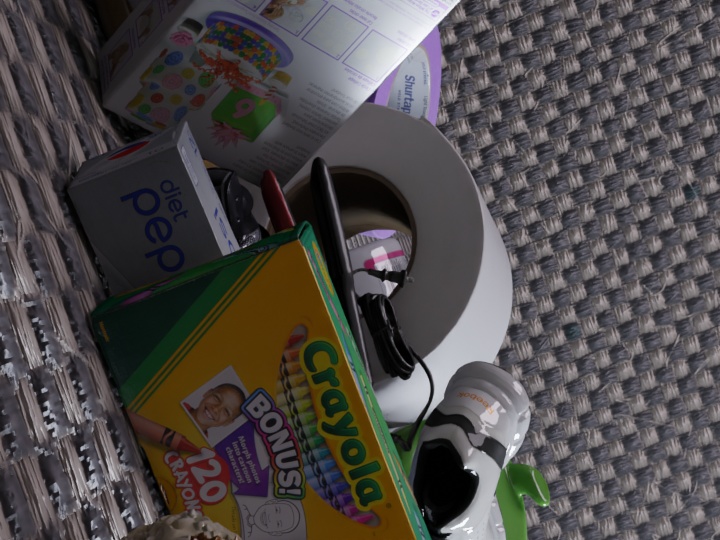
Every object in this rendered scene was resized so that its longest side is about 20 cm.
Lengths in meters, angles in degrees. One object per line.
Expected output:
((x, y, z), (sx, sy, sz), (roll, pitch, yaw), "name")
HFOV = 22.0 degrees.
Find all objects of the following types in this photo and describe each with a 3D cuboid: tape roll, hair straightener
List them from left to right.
((0.000, 0.000, 1.296), (0.139, 0.201, 0.204), (54, 17, -70), "tape roll")
((0.003, 0.019, 1.181), (0.041, 0.076, 0.202), (116, -46, -68), "hair straightener")
((0.010, -0.132, 1.606), (0.200, 0.065, 0.202), (12, 90, -74), "tape roll")

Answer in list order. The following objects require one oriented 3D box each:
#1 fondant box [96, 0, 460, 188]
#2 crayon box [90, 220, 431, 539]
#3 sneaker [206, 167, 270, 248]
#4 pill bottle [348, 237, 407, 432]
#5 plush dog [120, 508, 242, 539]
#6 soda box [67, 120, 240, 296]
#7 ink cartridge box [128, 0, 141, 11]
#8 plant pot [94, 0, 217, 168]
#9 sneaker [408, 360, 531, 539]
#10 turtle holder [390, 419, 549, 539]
((-0.050, -0.155, 1.160), (0.144, 0.200, 0.059), (26, 31, -34), "fondant box")
((-0.047, 0.090, 0.972), (0.058, 0.118, 0.202), (-73, 142, -80), "crayon box")
((-0.083, 0.013, 1.138), (0.201, 0.075, 0.114), (-112, 176, -47), "sneaker")
((0.011, 0.085, 1.521), (0.113, 0.112, 0.202), (9, 61, -83), "pill bottle")
((-0.047, 0.179, 0.775), (0.172, 0.160, 0.200), (55, -20, -7), "plush dog")
((-0.091, 0.025, 1.030), (0.064, 0.068, 0.202), (-93, 163, -73), "soda box")
((-0.131, -0.258, 1.268), (0.201, 0.083, 0.177), (-100, 168, -55), "ink cartridge box")
((-0.147, -0.154, 1.305), (0.200, 0.027, 0.202), (-21, 90, -84), "plant pot")
((0.053, 0.153, 1.193), (0.080, 0.073, 0.201), (-45, 150, -46), "sneaker")
((0.047, 0.168, 1.374), (0.140, 0.131, 0.187), (12, 60, -46), "turtle holder")
